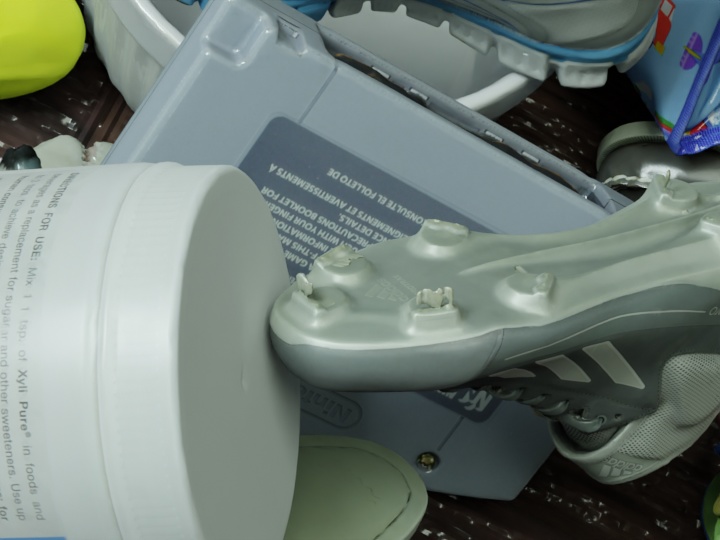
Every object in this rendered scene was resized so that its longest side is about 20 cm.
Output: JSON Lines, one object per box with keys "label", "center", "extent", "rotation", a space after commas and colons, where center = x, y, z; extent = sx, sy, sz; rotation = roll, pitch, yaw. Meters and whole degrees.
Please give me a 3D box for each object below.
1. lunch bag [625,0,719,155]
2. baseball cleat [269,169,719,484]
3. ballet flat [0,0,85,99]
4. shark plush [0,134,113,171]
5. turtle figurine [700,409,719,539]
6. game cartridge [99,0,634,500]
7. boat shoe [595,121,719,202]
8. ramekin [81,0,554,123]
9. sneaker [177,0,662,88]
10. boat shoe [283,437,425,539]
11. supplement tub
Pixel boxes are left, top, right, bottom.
{"label": "lunch bag", "center": [0.144, -0.169, 0.889], "extent": [0.093, 0.201, 0.151], "rotation": [-5, 38, -16]}
{"label": "baseball cleat", "center": [0.060, 0.030, 0.783], "extent": [0.199, 0.107, 0.070], "rotation": [-12, 33, -27]}
{"label": "ballet flat", "center": [-0.199, -0.094, 0.868], "extent": [0.198, 0.067, 0.067], "rotation": [15, 26, -3]}
{"label": "shark plush", "center": [-0.110, 0.043, 0.842], "extent": [0.083, 0.091, 0.202], "rotation": [20, 55, -39]}
{"label": "turtle figurine", "center": [0.181, 0.114, 0.815], "extent": [0.143, 0.194, 0.202], "rotation": [14, 69, -11]}
{"label": "game cartridge", "center": [0.000, 0.000, 0.836], "extent": [0.199, 0.133, 0.042], "rotation": [28, 25, -26]}
{"label": "boat shoe", "center": [0.172, 0.014, 0.918], "extent": [0.200, 0.072, 0.061], "rotation": [29, 60, -4]}
{"label": "ramekin", "center": [-0.013, -0.122, 0.910], "extent": [0.198, 0.105, 0.202], "rotation": [5, 67, -11]}
{"label": "sneaker", "center": [0.015, -0.123, 0.813], "extent": [0.198, 0.087, 0.076], "rotation": [9, 68, -9]}
{"label": "boat shoe", "center": [-0.067, 0.117, 0.800], "extent": [0.200, 0.061, 0.072], "rotation": [-22, 47, -27]}
{"label": "supplement tub", "center": [-0.129, 0.036, 0.738], "extent": [0.198, 0.132, 0.133], "rotation": [-2, 66, 15]}
